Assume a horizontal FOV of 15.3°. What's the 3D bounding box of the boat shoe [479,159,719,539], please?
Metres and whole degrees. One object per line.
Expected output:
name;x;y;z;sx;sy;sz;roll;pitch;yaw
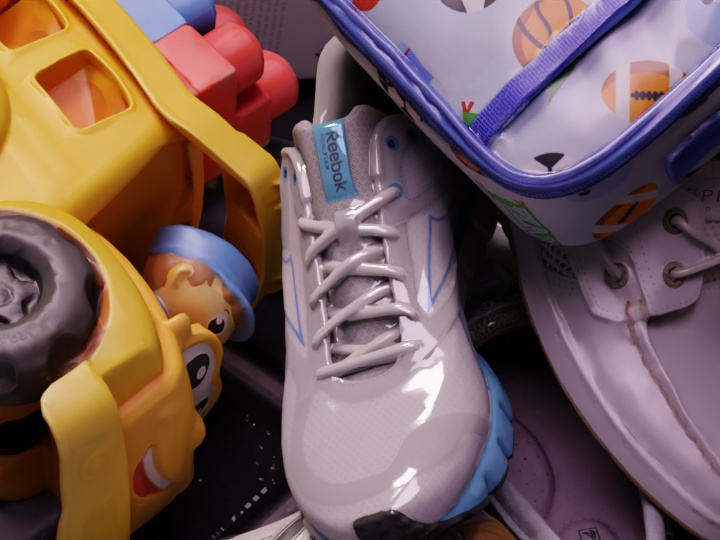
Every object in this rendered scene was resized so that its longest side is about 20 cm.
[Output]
boat shoe;0.089;-0.012;0.841;0.071;0.069;0.201;-5;64;-56

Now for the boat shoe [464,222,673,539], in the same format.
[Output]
boat shoe;0.058;0.043;0.879;0.074;0.065;0.203;-12;50;-6

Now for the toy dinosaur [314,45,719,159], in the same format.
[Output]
toy dinosaur;0.086;-0.062;0.976;0.199;0.077;0.102;1;30;20

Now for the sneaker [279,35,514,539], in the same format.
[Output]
sneaker;0.000;0.000;0.832;0.074;0.087;0.201;-16;40;13

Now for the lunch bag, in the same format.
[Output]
lunch bag;0.087;-0.114;0.807;0.200;0.076;0.160;-42;65;0

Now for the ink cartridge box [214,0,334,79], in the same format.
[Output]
ink cartridge box;-0.073;-0.123;0.974;0.199;0.109;0.051;-4;45;-16

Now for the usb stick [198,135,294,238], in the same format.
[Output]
usb stick;-0.084;-0.036;0.979;0.199;0.033;0.056;14;54;15

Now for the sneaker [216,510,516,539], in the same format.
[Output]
sneaker;-0.044;0.132;0.819;0.199;0.076;0.088;-30;33;-19

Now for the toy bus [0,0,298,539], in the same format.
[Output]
toy bus;-0.089;-0.018;0.892;0.191;0.136;0.200;-30;62;-24
